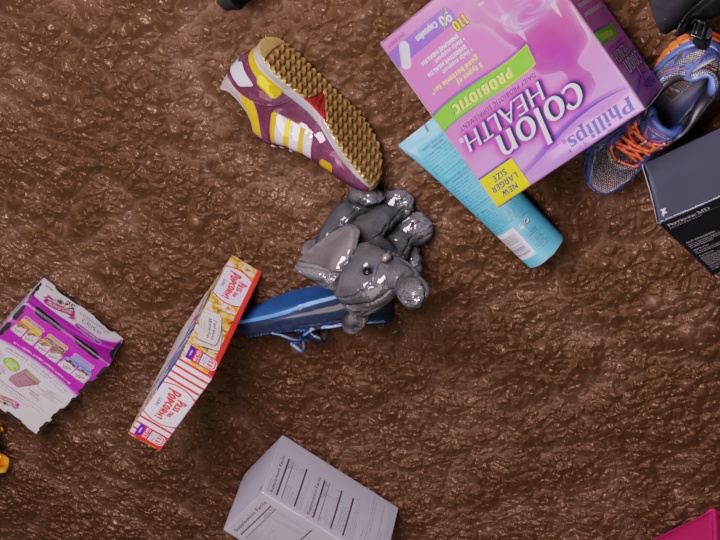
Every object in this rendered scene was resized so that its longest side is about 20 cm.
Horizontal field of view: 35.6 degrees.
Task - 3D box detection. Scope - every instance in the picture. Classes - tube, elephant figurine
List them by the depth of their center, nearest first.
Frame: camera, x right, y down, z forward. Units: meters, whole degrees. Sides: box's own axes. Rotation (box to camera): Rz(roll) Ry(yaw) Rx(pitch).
[{"bbox_3d":[0.000,0.000,1.221,0.141,0.200,0.155,21,128,-2],"label":"elephant figurine"},{"bbox_3d":[0.136,-0.088,1.224,0.200,0.050,0.077,44,120,-12],"label":"tube"}]

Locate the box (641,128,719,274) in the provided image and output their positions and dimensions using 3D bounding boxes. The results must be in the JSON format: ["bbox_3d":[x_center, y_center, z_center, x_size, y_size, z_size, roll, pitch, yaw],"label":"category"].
[{"bbox_3d":[0.402,-0.088,1.101,0.200,0.079,0.141,-26,146,28],"label":"box"}]

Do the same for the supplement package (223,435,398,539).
[{"bbox_3d":[-0.066,0.341,1.541,0.200,0.110,0.114,35,126,-12],"label":"supplement package"}]

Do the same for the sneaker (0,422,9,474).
[{"bbox_3d":[-0.555,0.225,1.613,0.077,0.078,0.200,2,130,-4],"label":"sneaker"}]

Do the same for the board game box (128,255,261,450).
[{"bbox_3d":[-0.197,0.095,1.341,0.046,0.200,0.152,31,127,-10],"label":"board game box"}]

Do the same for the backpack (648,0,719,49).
[{"bbox_3d":[0.336,-0.306,0.963,0.200,0.127,0.167,-16,131,23],"label":"backpack"}]

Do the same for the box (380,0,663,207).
[{"bbox_3d":[0.153,-0.196,1.073,0.176,0.097,0.200,-34,94,32],"label":"box"}]

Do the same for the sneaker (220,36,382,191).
[{"bbox_3d":[-0.062,-0.156,1.213,0.090,0.075,0.200,-30,107,39],"label":"sneaker"}]

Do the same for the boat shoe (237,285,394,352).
[{"bbox_3d":[-0.056,0.061,1.353,0.200,0.084,0.069,-12,110,24],"label":"boat shoe"}]

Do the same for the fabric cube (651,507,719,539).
[{"bbox_3d":[0.445,0.471,1.450,0.200,0.200,0.196,40,126,-15],"label":"fabric cube"}]

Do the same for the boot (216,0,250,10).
[{"bbox_3d":[-0.076,-0.348,1.066,0.157,0.079,0.211,4,125,12],"label":"boot"}]

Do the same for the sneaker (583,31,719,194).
[{"bbox_3d":[0.288,-0.150,1.117,0.075,0.078,0.200,29,127,-7],"label":"sneaker"}]

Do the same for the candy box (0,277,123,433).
[{"bbox_3d":[-0.430,0.118,1.505,0.136,0.061,0.200,40,124,-16],"label":"candy box"}]
